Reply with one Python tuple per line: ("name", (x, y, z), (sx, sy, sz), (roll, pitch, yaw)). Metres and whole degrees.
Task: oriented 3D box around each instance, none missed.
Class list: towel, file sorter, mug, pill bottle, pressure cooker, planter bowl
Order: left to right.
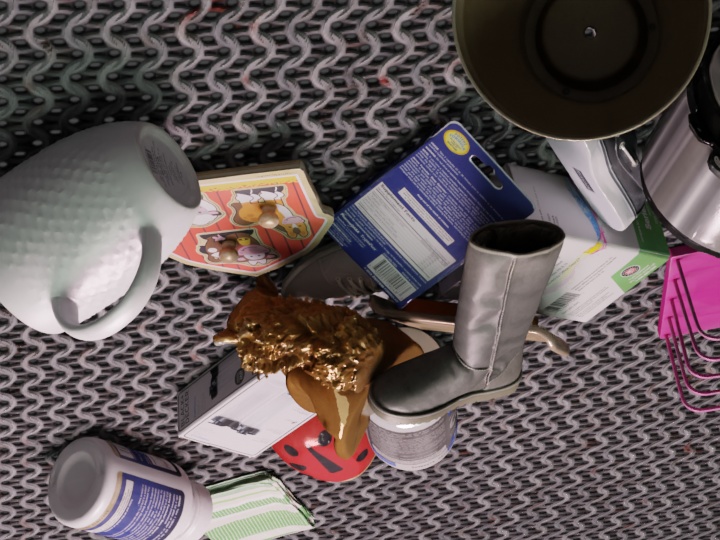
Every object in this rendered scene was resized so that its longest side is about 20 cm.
("mug", (-0.230, -0.029, 1.430), (0.175, 0.200, 0.148), (-31, 140, 20))
("pill bottle", (-0.279, 0.281, 2.023), (0.111, 0.111, 0.200), (-29, 145, 28))
("towel", (-0.158, 0.333, 2.239), (0.152, 0.023, 0.200), (-17, 150, 10))
("pill bottle", (0.055, 0.149, 1.899), (0.113, 0.114, 0.200), (-11, 154, 0))
("planter bowl", (0.181, -0.199, 1.317), (0.200, 0.201, 0.135), (-18, 177, 11))
("file sorter", (0.431, 0.063, 1.881), (0.138, 0.126, 0.200), (-11, 150, 0))
("pressure cooker", (0.363, -0.124, 1.493), (0.178, 0.176, 0.200), (0, 147, -15))

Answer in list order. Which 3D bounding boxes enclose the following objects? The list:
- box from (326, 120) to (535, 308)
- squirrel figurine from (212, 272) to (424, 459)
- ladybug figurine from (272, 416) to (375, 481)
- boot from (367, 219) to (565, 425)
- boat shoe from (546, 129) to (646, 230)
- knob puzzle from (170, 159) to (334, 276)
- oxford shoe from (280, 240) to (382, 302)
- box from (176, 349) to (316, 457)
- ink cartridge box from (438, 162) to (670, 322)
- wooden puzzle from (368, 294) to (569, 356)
("box", (0.068, -0.058, 1.582), (0.121, 0.032, 0.200), (46, 128, -10))
("squirrel figurine", (-0.058, 0.069, 1.655), (0.142, 0.186, 0.200), (-53, 158, -10))
("ladybug figurine", (-0.045, 0.208, 2.018), (0.135, 0.072, 0.200), (-22, 148, 18))
("boot", (0.099, 0.049, 1.557), (0.181, 0.073, 0.200), (-17, 144, -23))
("boat shoe", (0.232, -0.121, 1.568), (0.068, 0.072, 0.200), (-46, 132, -8))
("knob puzzle", (-0.122, -0.035, 1.595), (0.219, 0.031, 0.220), (-2, 153, -1))
("oxford shoe", (0.000, 0.000, 1.698), (0.200, 0.058, 0.075), (-25, 150, 25))
("box", (-0.110, 0.138, 1.880), (0.116, 0.060, 0.200), (20, 138, -35))
("ink cartridge box", (0.193, -0.026, 1.691), (0.199, 0.084, 0.145), (10, 145, -33))
("wooden puzzle", (0.120, 0.053, 1.736), (0.199, 0.037, 0.185), (11, 177, 13))
